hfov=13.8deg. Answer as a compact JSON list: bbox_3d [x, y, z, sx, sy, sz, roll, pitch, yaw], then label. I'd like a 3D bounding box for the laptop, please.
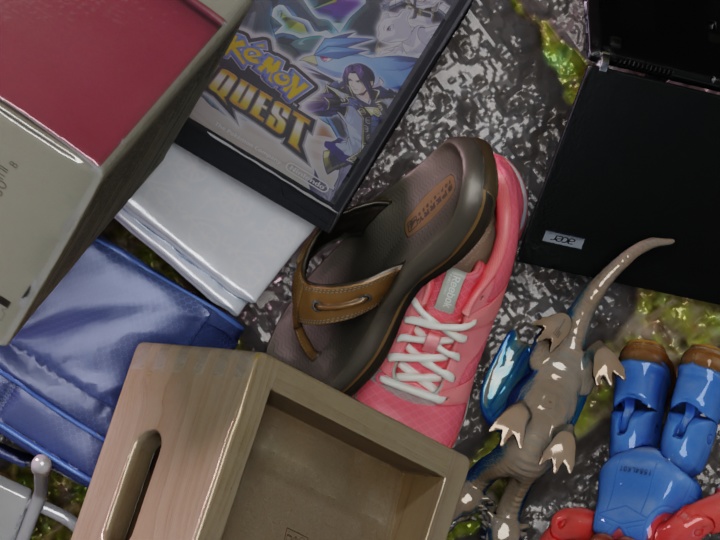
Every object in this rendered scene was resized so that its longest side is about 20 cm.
[{"bbox_3d":[0.182,-0.098,1.665,0.177,0.103,0.201,12,58,-22],"label":"laptop"}]

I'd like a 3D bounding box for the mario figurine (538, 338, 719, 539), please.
[{"bbox_3d":[0.156,0.145,1.625,0.106,0.123,0.201,25,70,-15],"label":"mario figurine"}]

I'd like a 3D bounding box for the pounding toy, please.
[{"bbox_3d":[-0.081,0.152,1.510,0.184,0.142,0.201,29,73,-37],"label":"pounding toy"}]

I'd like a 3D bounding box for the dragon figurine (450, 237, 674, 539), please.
[{"bbox_3d":[0.100,0.066,1.633,0.059,0.099,0.201,25,77,-7],"label":"dragon figurine"}]

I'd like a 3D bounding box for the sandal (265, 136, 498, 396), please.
[{"bbox_3d":[0.000,0.000,1.604,0.054,0.200,0.082,16,43,-34],"label":"sandal"}]

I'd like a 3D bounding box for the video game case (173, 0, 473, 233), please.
[{"bbox_3d":[-0.061,-0.138,1.637,0.200,0.026,0.181,31,55,1],"label":"video game case"}]

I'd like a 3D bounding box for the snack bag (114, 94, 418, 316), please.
[{"bbox_3d":[-0.091,-0.098,1.632,0.200,0.021,0.189,39,56,0],"label":"snack bag"}]

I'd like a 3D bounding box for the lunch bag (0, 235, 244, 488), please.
[{"bbox_3d":[-0.176,0.035,1.590,0.200,0.136,0.133,31,87,-4],"label":"lunch bag"}]

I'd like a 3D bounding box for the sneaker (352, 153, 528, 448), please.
[{"bbox_3d":[0.038,0.024,1.634,0.073,0.087,0.201,18,83,1],"label":"sneaker"}]

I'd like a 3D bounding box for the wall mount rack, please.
[{"bbox_3d":[-0.231,0.119,1.581,0.199,0.075,0.174,24,126,1],"label":"wall mount rack"}]

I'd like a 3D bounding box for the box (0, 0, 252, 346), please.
[{"bbox_3d":[-0.155,-0.080,1.476,0.109,0.200,0.128,33,126,0],"label":"box"}]
